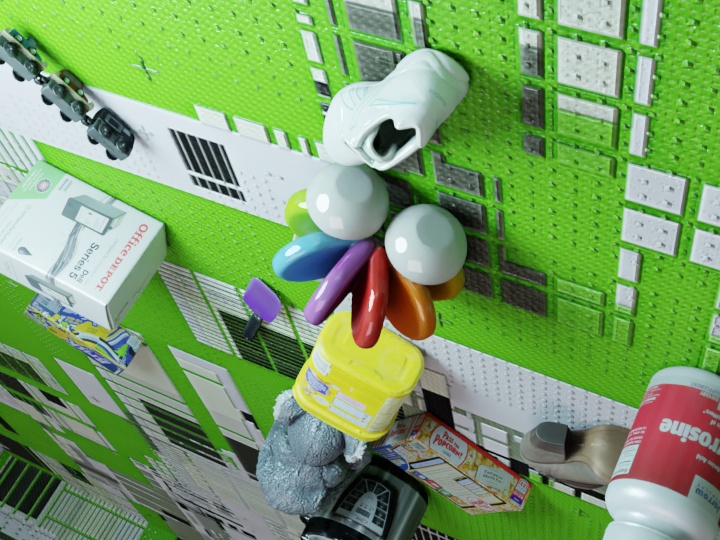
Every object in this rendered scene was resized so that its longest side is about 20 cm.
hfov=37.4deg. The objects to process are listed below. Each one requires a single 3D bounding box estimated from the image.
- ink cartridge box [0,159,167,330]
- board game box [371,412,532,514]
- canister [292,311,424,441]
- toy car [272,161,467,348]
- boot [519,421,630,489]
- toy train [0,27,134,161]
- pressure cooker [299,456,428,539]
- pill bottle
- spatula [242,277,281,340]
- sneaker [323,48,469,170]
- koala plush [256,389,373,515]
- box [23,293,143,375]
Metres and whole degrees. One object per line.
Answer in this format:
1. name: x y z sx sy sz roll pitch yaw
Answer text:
1. ink cartridge box: -0.379 -0.034 1.417 0.200 0.146 0.084 26 153 7
2. board game box: 0.134 0.293 1.591 0.200 0.046 0.151 36 154 -13
3. canister: -0.004 0.143 1.420 0.148 0.087 0.200 29 153 2
4. toy car: 0.000 0.000 1.077 0.200 0.150 0.175 29 155 1
5. boot: 0.294 0.241 1.321 0.200 0.070 0.146 20 159 21
6. toy train: -0.329 -0.199 1.184 0.034 0.046 0.200 -19 131 39
7. pressure cooker: 0.006 0.436 1.808 0.179 0.200 0.176 44 152 -26
8. pill bottle: 0.314 0.206 1.065 0.112 0.200 0.112 23 154 12
9. spatula: -0.146 0.064 1.495 0.057 0.021 0.200 41 157 5
10. sneaker: 0.012 -0.124 0.923 0.070 0.080 0.200 36 155 -17
11. koala plush: -0.068 0.265 1.632 0.177 0.184 0.200 31 141 4
12. box: -0.486 0.100 1.869 0.200 0.064 0.070 36 153 -12
